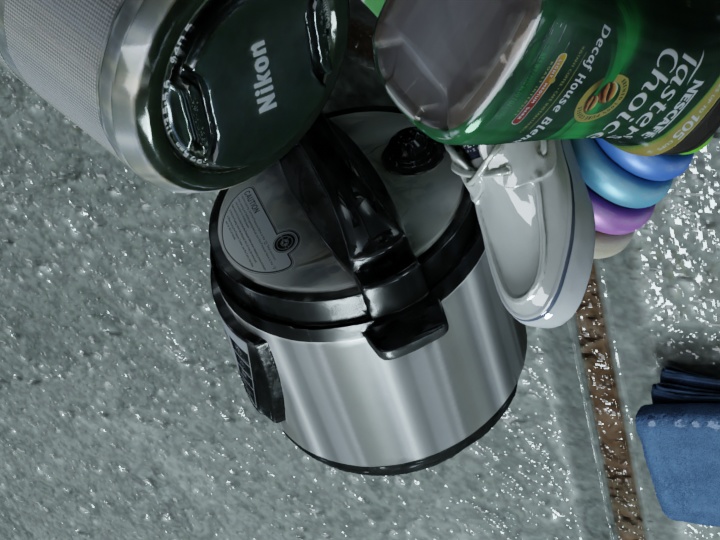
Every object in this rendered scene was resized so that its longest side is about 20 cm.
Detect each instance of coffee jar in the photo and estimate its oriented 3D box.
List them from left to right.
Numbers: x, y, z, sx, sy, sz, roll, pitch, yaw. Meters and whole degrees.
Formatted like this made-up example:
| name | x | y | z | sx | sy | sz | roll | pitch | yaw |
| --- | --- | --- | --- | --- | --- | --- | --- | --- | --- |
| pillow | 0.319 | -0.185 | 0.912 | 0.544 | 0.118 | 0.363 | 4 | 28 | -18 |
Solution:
| name | x | y | z | sx | sy | sz | roll | pitch | yaw |
| --- | --- | --- | --- | --- | --- | --- | --- | --- | --- |
| coffee jar | 0.106 | -0.108 | 0.778 | 0.086 | 0.199 | 0.105 | 52 | 124 | 29 |

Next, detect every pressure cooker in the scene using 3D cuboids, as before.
| name | x | y | z | sx | sy | sz | roll | pitch | yaw |
| --- | --- | --- | --- | --- | --- | --- | --- | --- | --- |
| pressure cooker | 0.002 | -0.002 | 1.002 | 0.174 | 0.179 | 0.201 | 10 | 141 | 27 |

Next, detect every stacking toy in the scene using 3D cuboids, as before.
| name | x | y | z | sx | sy | sz | roll | pitch | yaw |
| --- | --- | --- | --- | --- | --- | --- | --- | --- | --- |
| stacking toy | 0.167 | -0.096 | 0.908 | 0.085 | 0.086 | 0.200 | 37 | 130 | -4 |

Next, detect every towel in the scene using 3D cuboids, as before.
| name | x | y | z | sx | sy | sz | roll | pitch | yaw |
| --- | --- | --- | --- | --- | --- | --- | --- | --- | --- |
| towel | 0.277 | 0.118 | 1.043 | 0.198 | 0.049 | 0.112 | 2 | 128 | 29 |

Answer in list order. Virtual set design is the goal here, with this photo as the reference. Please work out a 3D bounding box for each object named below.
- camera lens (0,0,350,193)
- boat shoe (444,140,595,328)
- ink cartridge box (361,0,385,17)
| name | x | y | z | sx | sy | sz | roll | pitch | yaw |
| --- | --- | --- | --- | --- | --- | --- | --- | --- | --- |
| camera lens | -0.116 | -0.149 | 0.925 | 0.199 | 0.159 | 0.161 | 36 | 143 | 33 |
| boat shoe | 0.074 | -0.069 | 0.907 | 0.073 | 0.065 | 0.202 | -21 | 73 | 45 |
| ink cartridge box | 0.016 | -0.224 | 0.814 | 0.200 | 0.084 | 0.147 | 49 | 141 | 25 |
